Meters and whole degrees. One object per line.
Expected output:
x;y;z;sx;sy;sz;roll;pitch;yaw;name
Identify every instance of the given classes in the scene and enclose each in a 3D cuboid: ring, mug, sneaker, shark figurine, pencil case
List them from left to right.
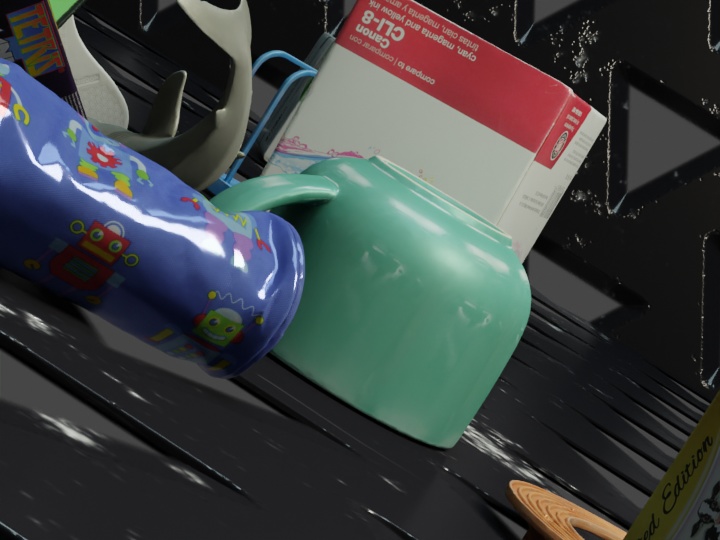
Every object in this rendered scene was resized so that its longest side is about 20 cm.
-0.227;-0.162;1.643;0.099;0.071;0.200;28;-27;44;sneaker
-0.119;-0.028;1.099;0.200;0.078;0.087;30;27;-28;pencil case
-0.114;-0.072;1.487;0.089;0.214;0.128;-26;83;-40;shark figurine
0.010;0.006;1.361;0.152;0.114;0.185;34;5;21;mug
0.152;0.163;1.242;0.200;0.019;0.200;32;4;-2;ring

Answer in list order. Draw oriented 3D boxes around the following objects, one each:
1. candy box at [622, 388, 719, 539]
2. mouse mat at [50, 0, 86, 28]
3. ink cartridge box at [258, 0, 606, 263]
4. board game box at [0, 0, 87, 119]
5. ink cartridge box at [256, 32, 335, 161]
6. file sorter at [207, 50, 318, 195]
0.179;0.139;0.934;0.061;0.136;0.200;29;4;-39;candy box
-0.255;-0.176;1.483;0.200;0.008;0.161;16;30;9;mouse mat
0.030;-0.046;1.532;0.145;0.200;0.145;30;3;12;ink cartridge box
-0.198;-0.170;1.278;0.200;0.057;0.165;80;-11;-59;board game box
-0.037;-0.167;2.701;0.083;0.147;0.200;32;5;-9;ink cartridge box
-0.012;-0.066;1.947;0.139;0.123;0.200;29;5;-40;file sorter
